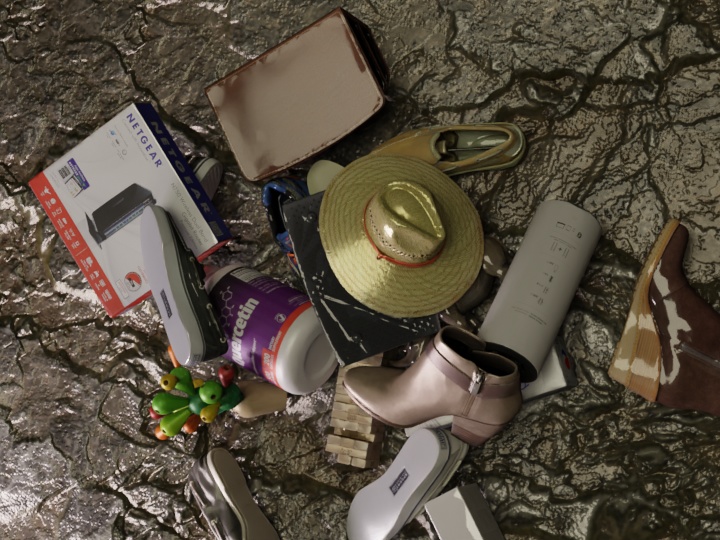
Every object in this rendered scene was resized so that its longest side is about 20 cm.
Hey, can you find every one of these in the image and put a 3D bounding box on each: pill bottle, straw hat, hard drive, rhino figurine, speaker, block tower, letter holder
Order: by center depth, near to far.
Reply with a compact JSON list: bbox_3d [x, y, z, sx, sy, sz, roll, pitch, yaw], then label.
[{"bbox_3d":[0.196,0.023,1.518,0.081,0.081,0.201,17,63,21],"label":"speaker"},{"bbox_3d":[0.052,-0.054,1.522,0.200,0.085,0.202,3,72,-9],"label":"straw hat"},{"bbox_3d":[0.000,0.000,1.571,0.134,0.042,0.201,-20,78,-6],"label":"hard drive"},{"bbox_3d":[0.108,0.042,1.602,0.200,0.060,0.088,-43,71,7],"label":"rhino figurine"},{"bbox_3d":[0.006,0.131,1.637,0.054,0.058,0.201,9,87,20],"label":"block tower"},{"bbox_3d":[-0.122,0.063,1.651,0.199,0.112,0.113,24,94,32],"label":"pill bottle"},{"bbox_3d":[-0.062,-0.200,1.670,0.199,0.101,0.143,-29,78,16],"label":"letter holder"}]

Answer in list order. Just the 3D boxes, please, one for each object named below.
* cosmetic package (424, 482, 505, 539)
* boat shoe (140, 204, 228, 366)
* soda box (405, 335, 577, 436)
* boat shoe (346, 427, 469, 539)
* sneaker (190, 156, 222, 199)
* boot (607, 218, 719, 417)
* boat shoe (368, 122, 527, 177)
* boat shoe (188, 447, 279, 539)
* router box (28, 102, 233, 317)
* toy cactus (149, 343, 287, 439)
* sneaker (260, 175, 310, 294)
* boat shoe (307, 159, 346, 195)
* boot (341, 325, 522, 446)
[{"bbox_3d":[0.146,0.343,1.553,0.051,0.082,0.201,-31,75,18],"label":"cosmetic package"},{"bbox_3d":[-0.208,0.016,1.610,0.069,0.056,0.201,-40,64,53],"label":"boat shoe"},{"bbox_3d":[0.143,0.133,1.580,0.199,0.068,0.064,-20,79,17],"label":"soda box"},{"bbox_3d":[0.056,0.256,1.601,0.200,0.065,0.072,-58,46,27],"label":"boat shoe"},{"bbox_3d":[-0.254,-0.068,1.739,0.079,0.078,0.201,34,99,14],"label":"sneaker"},{"bbox_3d":[0.378,0.058,1.513,0.166,0.072,0.201,18,90,9],"label":"boot"},{"bbox_3d":[0.092,-0.143,1.619,0.199,0.076,0.072,-13,81,19],"label":"boat shoe"},{"bbox_3d":[-0.151,0.315,1.679,0.057,0.067,0.201,-38,68,30],"label":"boat shoe"},{"bbox_3d":[-0.282,-0.075,1.681,0.179,0.049,0.201,-34,87,19],"label":"router box"},{"bbox_3d":[-0.173,0.149,1.667,0.164,0.200,0.103,0,68,-20],"label":"toy cactus"},{"bbox_3d":[-0.069,-0.028,1.667,0.075,0.078,0.201,-36,74,15],"label":"sneaker"},{"bbox_3d":[0.019,-0.062,1.648,0.201,0.063,0.074,39,115,18],"label":"boat shoe"},{"bbox_3d":[0.081,0.114,1.491,0.199,0.147,0.070,20,49,8],"label":"boot"}]
